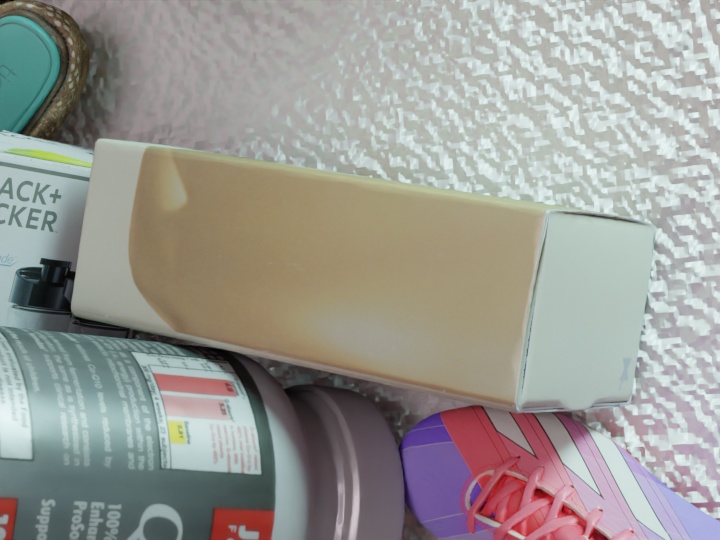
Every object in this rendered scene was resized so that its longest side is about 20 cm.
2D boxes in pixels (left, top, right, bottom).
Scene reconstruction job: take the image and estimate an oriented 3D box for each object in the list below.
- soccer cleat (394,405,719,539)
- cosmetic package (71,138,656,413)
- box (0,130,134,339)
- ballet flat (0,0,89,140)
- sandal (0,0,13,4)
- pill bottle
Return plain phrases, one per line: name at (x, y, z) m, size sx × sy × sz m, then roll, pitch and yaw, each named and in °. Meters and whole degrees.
soccer cleat at (0.088, 0.102, 0.689) m, size 0.199 × 0.076 × 0.067 m, roll 27°, pitch 102°, yaw 29°
cosmetic package at (0.000, 0.000, 0.732) m, size 0.198 × 0.105 × 0.072 m, roll 10°, pitch 93°, yaw 30°
box at (-0.160, 0.045, 0.782) m, size 0.060 × 0.116 × 0.202 m, roll 22°, pitch 98°, yaw 42°
ballet flat at (-0.186, -0.039, 0.869) m, size 0.200 × 0.065 × 0.071 m, roll -44°, pitch 89°, yaw 16°
sandal at (-0.174, -0.149, 0.872) m, size 0.198 × 0.054 × 0.083 m, roll -13°, pitch 81°, yaw 30°
pill bottle at (-0.090, 0.083, 0.715) m, size 0.116 × 0.198 × 0.117 m, roll -16°, pitch 70°, yaw 56°
